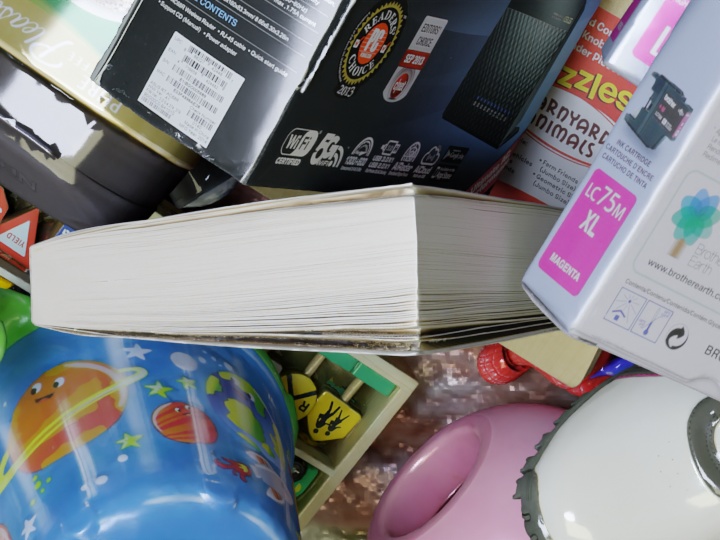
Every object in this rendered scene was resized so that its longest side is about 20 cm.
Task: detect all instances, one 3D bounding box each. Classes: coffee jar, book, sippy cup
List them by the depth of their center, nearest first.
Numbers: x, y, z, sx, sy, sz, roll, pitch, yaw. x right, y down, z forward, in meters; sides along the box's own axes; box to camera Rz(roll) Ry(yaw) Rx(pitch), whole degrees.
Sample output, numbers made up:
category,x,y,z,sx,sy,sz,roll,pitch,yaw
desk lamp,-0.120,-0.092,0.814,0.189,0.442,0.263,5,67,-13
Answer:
category,x,y,z,sx,sy,sz,roll,pitch,yaw
coffee jar,-0.063,-0.113,0.771,0.104,0.085,0.201,35,92,5
book,0.000,0.000,0.782,0.133,0.200,0.048,-1,90,26
sippy cup,-0.077,0.090,0.837,0.177,0.130,0.140,11,110,-19

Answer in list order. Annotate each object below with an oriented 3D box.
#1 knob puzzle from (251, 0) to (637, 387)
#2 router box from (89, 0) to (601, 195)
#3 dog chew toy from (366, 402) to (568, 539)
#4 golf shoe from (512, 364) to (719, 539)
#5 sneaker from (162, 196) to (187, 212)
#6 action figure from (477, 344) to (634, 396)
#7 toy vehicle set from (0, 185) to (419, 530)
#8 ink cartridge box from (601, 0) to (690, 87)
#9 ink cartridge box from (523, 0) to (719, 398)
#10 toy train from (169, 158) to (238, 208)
category,x,y,z,sx,sy,sz,roll,pitch,yaw
knob puzzle,0.050,-0.088,0.865,0.218,0.030,0.221,7,106,24
router box,0.019,-0.100,0.729,0.062,0.200,0.150,33,103,19
dog chew toy,0.096,0.144,0.930,0.200,0.125,0.124,42,119,-17
golf shoe,0.149,0.051,0.841,0.199,0.088,0.078,-20,80,-10
sneaker,-0.110,-0.035,0.925,0.200,0.077,0.085,41,110,-16
action figure,0.122,-0.004,0.886,0.199,0.052,0.066,-31,100,29
toy vehicle set,-0.092,0.036,0.897,0.199,0.027,0.124,33,101,-25
ink cartridge box,0.182,-0.121,0.785,0.119,0.042,0.201,33,99,-1
ink cartridge box,0.148,-0.053,0.726,0.119,0.042,0.201,24,104,-34
toy train,-0.079,-0.125,0.852,0.114,0.085,0.201,-29,91,12
